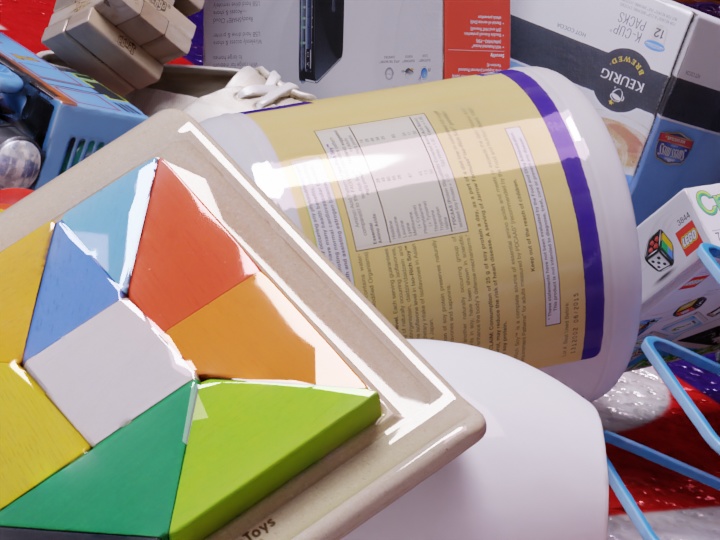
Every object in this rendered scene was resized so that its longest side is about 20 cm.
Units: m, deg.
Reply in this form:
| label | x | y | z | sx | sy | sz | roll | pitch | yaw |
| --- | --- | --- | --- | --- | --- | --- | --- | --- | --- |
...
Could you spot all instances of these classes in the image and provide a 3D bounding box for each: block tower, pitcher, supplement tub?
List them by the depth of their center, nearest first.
| label | x | y | z | sx | sy | sz | roll | pitch | yaw |
| --- | --- | --- | --- | --- | --- | --- | --- | --- | --- |
| pitcher | -0.016 | 0.100 | 0.986 | 0.199 | 0.122 | 0.172 | 2 | 40 | -5 |
| supplement tub | 0.000 | 0.000 | 1.166 | 0.199 | 0.146 | 0.145 | -10 | 26 | -18 |
| block tower | -0.102 | -0.186 | 1.463 | 0.054 | 0.201 | 0.058 | -18 | -45 | 39 |

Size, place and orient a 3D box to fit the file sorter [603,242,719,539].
| label | x | y | z | sx | sy | sz | roll | pitch | yaw |
| --- | --- | --- | --- | --- | --- | --- | --- | --- | --- |
| file sorter | 0.198 | 0.033 | 1.137 | 0.122 | 0.200 | 0.139 | 24 | 15 | -21 |

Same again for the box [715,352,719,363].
| label | x | y | z | sx | sy | sz | roll | pitch | yaw |
| --- | --- | --- | --- | --- | --- | --- | --- | --- | --- |
| box | 0.294 | 0.005 | 1.456 | 0.199 | 0.123 | 0.106 | 16 | 19 | 3 |

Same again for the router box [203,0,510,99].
| label | x | y | z | sx | sy | sz | roll | pitch | yaw |
| --- | --- | --- | --- | --- | --- | --- | --- | --- | --- |
| router box | -0.004 | -0.146 | 1.489 | 0.049 | 0.180 | 0.200 | -2 | 2 | -40 |

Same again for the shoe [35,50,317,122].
| label | x | y | z | sx | sy | sz | roll | pitch | yaw |
| --- | --- | --- | --- | --- | --- | --- | --- | --- | --- |
| shoe | -0.084 | -0.081 | 1.450 | 0.199 | 0.054 | 0.070 | 5 | 15 | 22 |

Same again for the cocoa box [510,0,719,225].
| label | x | y | z | sx | sy | sz | roll | pitch | yaw |
| --- | --- | --- | --- | --- | --- | --- | --- | --- | --- |
| cocoa box | 0.143 | -0.087 | 1.544 | 0.133 | 0.132 | 0.200 | 25 | 8 | 27 |

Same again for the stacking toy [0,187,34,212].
| label | x | y | z | sx | sy | sz | roll | pitch | yaw |
| --- | --- | --- | --- | --- | --- | --- | --- | --- | --- |
| stacking toy | -0.159 | 0.009 | 1.193 | 0.085 | 0.086 | 0.200 | 15 | 11 | 1 |

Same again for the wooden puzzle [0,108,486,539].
| label | x | y | z | sx | sy | sz | roll | pitch | yaw |
| --- | --- | --- | --- | --- | --- | --- | --- | --- | --- |
| wooden puzzle | -0.086 | 0.040 | 0.955 | 0.185 | 0.037 | 0.200 | -34 | 54 | -18 |

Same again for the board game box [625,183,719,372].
| label | x | y | z | sx | sy | sz | roll | pitch | yaw |
| --- | --- | --- | --- | --- | --- | --- | --- | --- | --- |
| board game box | 0.179 | -0.002 | 1.292 | 0.199 | 0.126 | 0.035 | -9 | 67 | -43 |

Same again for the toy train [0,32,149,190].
| label | x | y | z | sx | sy | sz | roll | pitch | yaw |
| --- | --- | --- | --- | --- | --- | --- | --- | --- | --- |
| toy train | -0.196 | -0.079 | 1.401 | 0.114 | 0.087 | 0.200 | 11 | 14 | -41 |
